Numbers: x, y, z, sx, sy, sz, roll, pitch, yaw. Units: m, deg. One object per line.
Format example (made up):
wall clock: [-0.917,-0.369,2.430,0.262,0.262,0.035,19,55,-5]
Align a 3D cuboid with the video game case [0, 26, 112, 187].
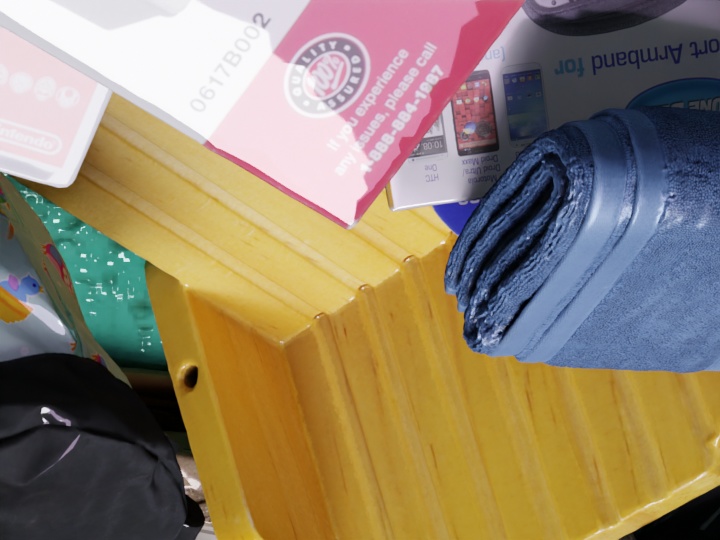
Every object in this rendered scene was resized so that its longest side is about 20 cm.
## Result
video game case: [-0.105,-0.125,0.704,0.142,0.017,0.201,16,117,-22]

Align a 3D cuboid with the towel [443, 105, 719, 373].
towel: [0.133,-0.008,0.794,0.199,0.049,0.112,4,153,-18]

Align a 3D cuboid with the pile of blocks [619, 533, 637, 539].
pile of blocks: [0.023,0.133,1.067,0.199,0.082,0.062,-20,113,31]

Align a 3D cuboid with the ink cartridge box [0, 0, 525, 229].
ink cartridge box: [-0.045,-0.125,0.644,0.199,0.086,0.148,29,112,-22]

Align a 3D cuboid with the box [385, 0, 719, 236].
box: [0.055,-0.102,0.796,0.118,0.041,0.201,-8,104,1]

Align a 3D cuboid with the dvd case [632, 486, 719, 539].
dvd case: [0.151,0.080,1.082,0.149,0.025,0.200,16,134,-21]

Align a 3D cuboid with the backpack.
backpack: [-0.157,0.019,0.869,0.166,0.200,0.127,-19,141,-14]

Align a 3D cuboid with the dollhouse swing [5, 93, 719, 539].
dollhouse swing: [0.000,0.000,0.890,0.199,0.183,0.175,-31,151,27]

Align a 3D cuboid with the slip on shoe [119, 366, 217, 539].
slip on shoe: [-0.042,0.068,1.026,0.199,0.076,0.061,5,122,-3]
